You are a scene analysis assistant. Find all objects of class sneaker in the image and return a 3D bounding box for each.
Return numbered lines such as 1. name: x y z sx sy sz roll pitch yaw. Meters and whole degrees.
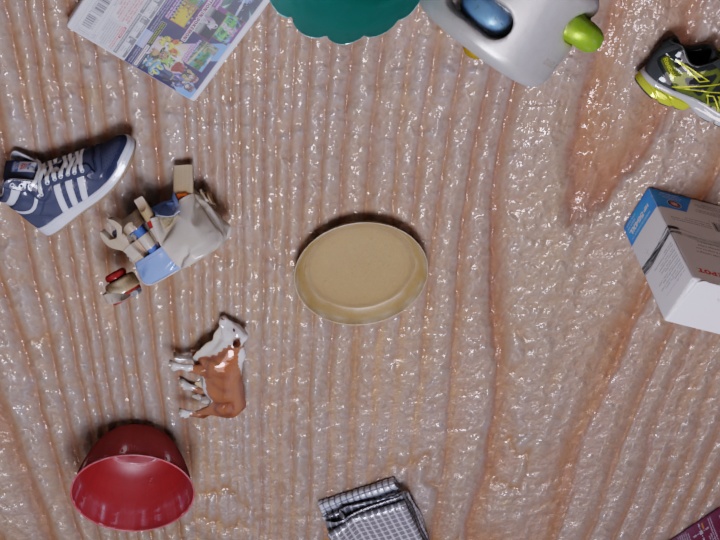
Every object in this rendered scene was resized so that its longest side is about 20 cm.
1. sneaker: -0.387 -0.129 1.394 0.199 0.071 0.108 -35 129 26
2. sneaker: 0.457 -0.242 1.392 0.198 0.075 0.085 12 129 -16

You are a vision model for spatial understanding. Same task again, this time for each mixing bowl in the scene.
1. mixing bowl: -0.371 0.325 1.772 0.197 0.109 0.202 -4 133 -4

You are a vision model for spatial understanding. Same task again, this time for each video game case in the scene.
1. video game case: -0.220 -0.319 1.278 0.181 0.023 0.200 28 122 -27

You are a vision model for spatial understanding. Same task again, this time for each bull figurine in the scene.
1. bull figurine: -0.229 0.158 1.672 0.120 0.066 0.202 -1 129 -1

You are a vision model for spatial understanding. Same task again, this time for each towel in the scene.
1. towel: 0.032 0.481 1.975 0.164 0.086 0.201 -18 131 9

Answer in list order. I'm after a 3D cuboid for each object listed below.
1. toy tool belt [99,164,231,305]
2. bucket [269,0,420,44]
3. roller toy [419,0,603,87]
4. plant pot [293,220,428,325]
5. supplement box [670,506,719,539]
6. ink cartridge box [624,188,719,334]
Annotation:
1. toy tool belt: -0.284 -0.051 1.463 0.198 0.125 0.124 -28 98 14
2. bucket: -0.006 -0.361 1.156 0.204 0.135 0.209 7 122 11
3. roller toy: 0.162 -0.302 1.221 0.181 0.201 0.140 25 112 -30
4. plant pot: 0.000 0.000 1.584 0.197 0.028 0.202 -4 132 -4
5. supplement box: 0.696 0.549 2.114 0.110 0.086 0.200 29 122 -29
6. ink cartridge box: 0.474 -0.011 1.514 0.144 0.201 0.085 13 129 -17
